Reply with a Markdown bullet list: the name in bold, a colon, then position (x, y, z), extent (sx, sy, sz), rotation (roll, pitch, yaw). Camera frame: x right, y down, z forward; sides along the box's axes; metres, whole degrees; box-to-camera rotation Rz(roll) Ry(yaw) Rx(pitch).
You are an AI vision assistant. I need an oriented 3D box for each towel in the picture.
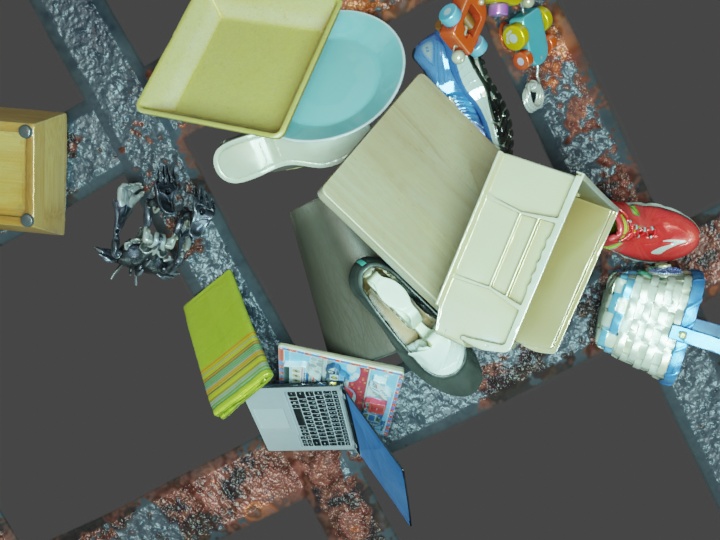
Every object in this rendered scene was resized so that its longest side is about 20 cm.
- **towel**: position (-0.168, 0.087, 1.032), extent (0.086, 0.201, 0.018), rotation (-37, 134, 7)

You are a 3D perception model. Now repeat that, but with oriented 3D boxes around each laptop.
- **laptop**: position (-0.040, 0.231, 1.024), extent (0.198, 0.117, 0.188), rotation (-2, 144, 5)

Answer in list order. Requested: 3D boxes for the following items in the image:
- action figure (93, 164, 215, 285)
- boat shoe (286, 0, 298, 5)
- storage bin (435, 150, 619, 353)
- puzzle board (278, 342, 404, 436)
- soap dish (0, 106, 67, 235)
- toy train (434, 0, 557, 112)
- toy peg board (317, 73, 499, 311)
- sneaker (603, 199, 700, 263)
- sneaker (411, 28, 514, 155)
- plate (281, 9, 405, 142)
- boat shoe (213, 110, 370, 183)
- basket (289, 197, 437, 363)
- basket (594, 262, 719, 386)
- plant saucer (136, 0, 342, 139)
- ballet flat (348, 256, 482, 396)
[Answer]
- **action figure**: position (-0.256, -0.053, 1.045), extent (0.118, 0.103, 0.200), rotation (24, 144, -27)
- **boat shoe**: position (-0.002, -0.365, 0.991), extent (0.198, 0.071, 0.064), rotation (-12, 99, 14)
- **storage bin**: position (0.181, -0.006, 0.895), extent (0.093, 0.200, 0.200), rotation (24, 96, 26)
- **puzzle board**: position (-0.030, 0.156, 1.037), extent (0.149, 0.201, 0.018), rotation (11, 57, 2)
- **soap dish**: position (-0.479, -0.130, 1.057), extent (0.198, 0.081, 0.159), rotation (5, 100, 2)
- **toy train**: position (0.151, -0.272, 0.952), extent (0.055, 0.199, 0.151), rotation (10, 77, 43)
- **toy peg board**: position (0.067, -0.080, 0.967), extent (0.200, 0.098, 0.200), rotation (43, 66, -10)
- **sneaker**: position (0.319, -0.049, 1.012), extent (0.198, 0.085, 0.078), rotation (12, 102, 2)
- **sneaker**: position (0.124, -0.198, 1.014), extent (0.089, 0.079, 0.201), rotation (-18, 105, 30)
- **plate**: position (-0.041, -0.229, 0.991), extent (0.198, 0.026, 0.202), rotation (-6, 62, 12)
- **boat shoe**: position (-0.083, -0.159, 1.032), extent (0.198, 0.060, 0.072), rotation (-14, 109, 8)
- **basket**: position (0.000, 0.000, 1.022), extent (0.179, 0.136, 0.201), rotation (-22, 92, 35)
- **basket**: position (0.385, 0.068, 0.983), extent (0.198, 0.176, 0.140), rotation (21, 98, 11)
- **plant saucer**: position (-0.136, -0.241, 0.977), extent (0.198, 0.049, 0.201), rotation (14, 69, 21)
- **ballet flat**: position (0.061, 0.065, 0.916), extent (0.200, 0.068, 0.068), rotation (44, 82, 0)
